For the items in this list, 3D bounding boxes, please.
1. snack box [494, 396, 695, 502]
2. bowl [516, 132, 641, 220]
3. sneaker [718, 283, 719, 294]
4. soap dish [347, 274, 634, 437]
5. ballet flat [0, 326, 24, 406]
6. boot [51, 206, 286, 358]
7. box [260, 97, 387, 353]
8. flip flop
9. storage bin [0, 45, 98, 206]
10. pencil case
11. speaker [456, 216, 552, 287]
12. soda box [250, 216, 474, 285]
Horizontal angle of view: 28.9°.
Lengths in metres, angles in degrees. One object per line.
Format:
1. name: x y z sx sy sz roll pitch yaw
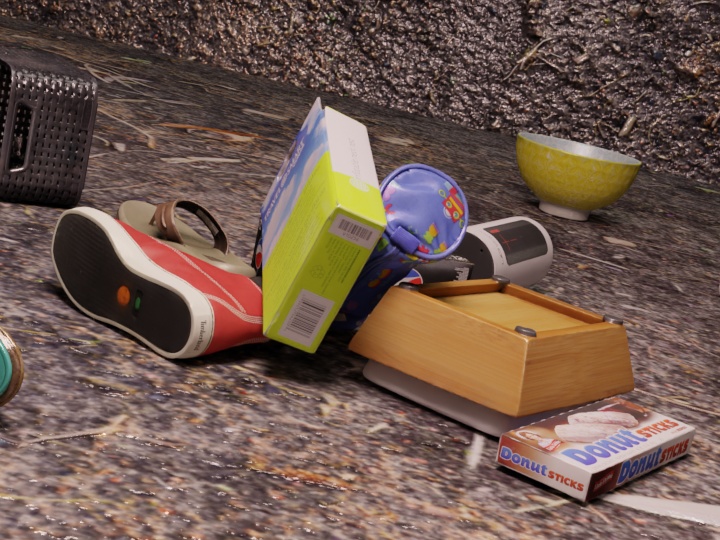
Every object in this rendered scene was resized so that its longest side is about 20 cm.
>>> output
1. snack box: 0.175 0.126 1.014 0.072 0.025 0.199 22 15 30
2. bowl: 0.328 -0.140 2.179 0.199 0.109 0.200 13 12 -3
3. sneaker: 0.546 -0.031 1.818 0.199 0.148 0.080 0 17 -44
4. soap dish: 0.111 0.062 1.106 0.157 0.082 0.199 21 13 33
5. ballet flat: -0.289 0.042 0.864 0.198 0.068 0.072 11 -8 10
6. boot: -0.144 0.009 1.119 0.199 0.073 0.144 32 21 35
7. box: -0.034 -0.040 1.086 0.047 0.122 0.200 22 25 -16
8. flip flop: -0.161 -0.035 1.317 0.081 0.058 0.200 4 15 -36
9. storage bin: -0.356 -0.158 1.483 0.093 0.136 0.200 6 14 -30
10. pencil case: 0.010 -0.013 1.133 0.078 0.087 0.200 33 -30 -10
11. speaker: 0.136 -0.010 1.467 0.081 0.082 0.200 18 13 23
12. soda box: 0.000 0.000 1.314 0.198 0.064 0.071 10 12 -17
